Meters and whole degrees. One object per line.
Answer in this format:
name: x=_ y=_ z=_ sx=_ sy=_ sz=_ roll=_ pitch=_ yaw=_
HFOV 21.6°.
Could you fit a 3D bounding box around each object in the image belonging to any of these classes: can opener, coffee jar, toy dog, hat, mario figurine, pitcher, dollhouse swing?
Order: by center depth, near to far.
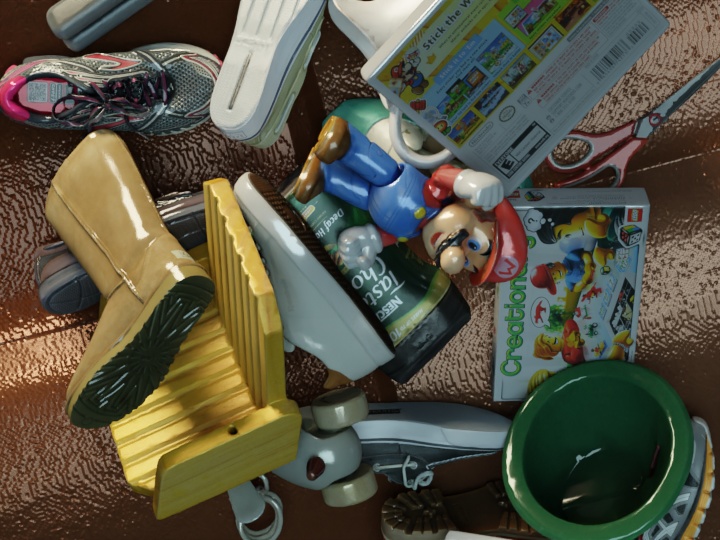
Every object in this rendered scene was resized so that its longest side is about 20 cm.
mario figurine: x=0.044 y=-0.042 z=1.540 sx=0.199 sy=0.123 sz=0.107 roll=26 pitch=81 yaw=-5
dollhouse swing: x=-0.149 y=0.056 z=1.552 sx=0.180 sy=0.201 sz=0.176 roll=-24 pitch=143 yaw=-1
pitcher: x=0.094 y=-0.193 z=1.582 sx=0.198 sy=0.121 sz=0.173 roll=-23 pitch=97 yaw=-4
can opener: x=-0.182 y=-0.264 z=1.606 sx=0.199 sy=0.053 sz=0.067 roll=-38 pitch=66 yaw=3
toy dog: x=-0.078 y=0.167 z=1.627 sx=0.199 sy=0.096 sz=0.133 roll=-29 pitch=90 yaw=28
coffee jar: x=0.000 y=0.000 z=1.640 sx=0.200 sy=0.085 sz=0.104 roll=44 pitch=97 yaw=-10
hat: x=0.221 y=0.206 z=1.677 sx=0.164 sy=0.176 sz=0.201 roll=15 pitch=66 yaw=26

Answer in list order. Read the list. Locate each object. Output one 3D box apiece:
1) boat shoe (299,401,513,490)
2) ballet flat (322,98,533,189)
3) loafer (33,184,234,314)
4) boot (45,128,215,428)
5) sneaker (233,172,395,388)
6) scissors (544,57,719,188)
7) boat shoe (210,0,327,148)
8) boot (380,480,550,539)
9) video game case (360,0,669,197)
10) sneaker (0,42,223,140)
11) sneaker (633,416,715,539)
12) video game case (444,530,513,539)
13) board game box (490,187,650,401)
boat shoe: x=0.038 y=0.160 z=1.680 sx=0.197 sy=0.074 sz=0.069 roll=-1 pitch=104 yaw=0
ballet flat: x=0.062 y=-0.095 z=1.632 sx=0.198 sy=0.070 sz=0.068 roll=22 pitch=102 yaw=-6
loafer: x=-0.195 y=-0.033 z=1.637 sx=0.199 sy=0.072 sz=0.063 roll=-26 pitch=60 yaw=2
boot: x=-0.212 y=0.007 z=1.554 sx=0.175 sy=0.200 sz=0.066 roll=-48 pitch=139 yaw=10
sneaker: x=-0.059 y=0.016 z=1.566 sx=0.084 sy=0.073 sz=0.201 roll=-33 pitch=104 yaw=11
scissors: x=0.253 y=-0.121 z=1.666 sx=0.199 sy=0.014 sz=0.074 roll=-26 pitch=99 yaw=2
boat shoe: x=-0.069 y=-0.201 z=1.611 sx=0.072 sy=0.062 sz=0.201 roll=22 pitch=84 yaw=28
boot: x=0.115 y=0.253 z=1.711 sx=0.198 sy=0.075 sz=0.108 roll=-3 pitch=120 yaw=-7
video game case: x=0.127 y=-0.181 z=1.527 sx=0.200 sy=0.023 sz=0.182 roll=-46 pitch=124 yaw=11
sneaker: x=-0.211 y=-0.147 z=1.608 sx=0.198 sy=0.075 sz=0.082 roll=-6 pitch=101 yaw=-2
sneaker: x=0.265 y=0.224 z=1.703 sx=0.077 sy=0.078 sz=0.202 roll=19 pitch=99 yaw=3
video game case: x=0.179 y=0.304 z=1.648 sx=0.181 sy=0.023 sz=0.201 roll=5 pitch=140 yaw=26
board game box: x=0.180 y=0.023 z=1.647 sx=0.125 sy=0.035 sz=0.202 roll=-1 pitch=121 yaw=-2
